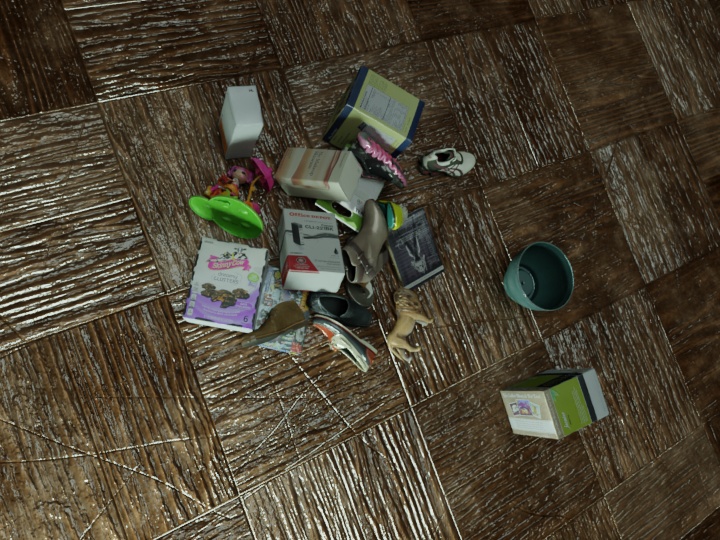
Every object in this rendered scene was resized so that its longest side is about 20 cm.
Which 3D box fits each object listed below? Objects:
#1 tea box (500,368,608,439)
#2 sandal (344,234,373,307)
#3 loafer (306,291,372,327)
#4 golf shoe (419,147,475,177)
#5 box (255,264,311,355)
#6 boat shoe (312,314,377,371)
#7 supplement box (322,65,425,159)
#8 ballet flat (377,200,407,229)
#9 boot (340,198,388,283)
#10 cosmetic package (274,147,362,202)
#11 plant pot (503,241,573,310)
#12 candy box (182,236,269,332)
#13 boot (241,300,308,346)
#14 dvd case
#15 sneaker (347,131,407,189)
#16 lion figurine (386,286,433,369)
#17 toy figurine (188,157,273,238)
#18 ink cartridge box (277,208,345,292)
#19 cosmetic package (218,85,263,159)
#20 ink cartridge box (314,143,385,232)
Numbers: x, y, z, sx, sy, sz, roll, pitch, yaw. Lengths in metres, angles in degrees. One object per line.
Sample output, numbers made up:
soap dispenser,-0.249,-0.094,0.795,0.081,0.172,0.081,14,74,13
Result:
tea box,0.540,0.369,1.553,0.194,0.200,0.135,-15,85,-22
sandal,0.000,0.000,1.494,0.081,0.054,0.203,-1,85,-21
loafer,-0.046,0.103,1.427,0.199,0.070,0.069,23,76,-31
golf shoe,0.274,-0.327,1.659,0.197,0.088,0.078,-10,81,-24
box,-0.197,0.101,1.405,0.135,0.040,0.203,15,73,-19
boat shoe,-0.046,0.186,1.434,0.199,0.071,0.063,37,71,-15
supplement box,0.033,-0.409,1.516,0.198,0.200,0.136,26,67,-15
ballet flat,0.091,-0.157,1.493,0.066,0.200,0.068,-3,106,-12
boot,0.006,-0.071,1.429,0.145,0.070,0.203,-25,104,-42
cosmetic package,-0.109,-0.249,1.428,0.198,0.087,0.105,9,67,27
plant pot,0.512,0.029,1.650,0.198,0.134,0.203,5,76,-21
candy box,-0.321,0.035,1.334,0.165,0.072,0.203,10,75,-5
boot,-0.212,0.126,1.311,0.199,0.073,0.076,-19,87,-52
dvd case,0.151,-0.058,1.563,0.148,0.016,0.202,-28,105,-25
sneaker,0.041,-0.278,1.488,0.199,0.095,0.079,38,22,-26
lion figurine,0.119,0.153,1.504,0.121,0.072,0.202,26,75,-7
toy figurine,-0.304,-0.206,1.402,0.197,0.151,0.186,16,57,8
ink cartridge box,-0.128,-0.053,1.400,0.142,0.084,0.202,4,51,-20
cosmetic package,-0.301,-0.364,1.375,0.070,0.200,0.103,-10,82,-23
ink cartridge box,-0.031,-0.219,1.522,0.147,0.076,0.202,32,73,-13
